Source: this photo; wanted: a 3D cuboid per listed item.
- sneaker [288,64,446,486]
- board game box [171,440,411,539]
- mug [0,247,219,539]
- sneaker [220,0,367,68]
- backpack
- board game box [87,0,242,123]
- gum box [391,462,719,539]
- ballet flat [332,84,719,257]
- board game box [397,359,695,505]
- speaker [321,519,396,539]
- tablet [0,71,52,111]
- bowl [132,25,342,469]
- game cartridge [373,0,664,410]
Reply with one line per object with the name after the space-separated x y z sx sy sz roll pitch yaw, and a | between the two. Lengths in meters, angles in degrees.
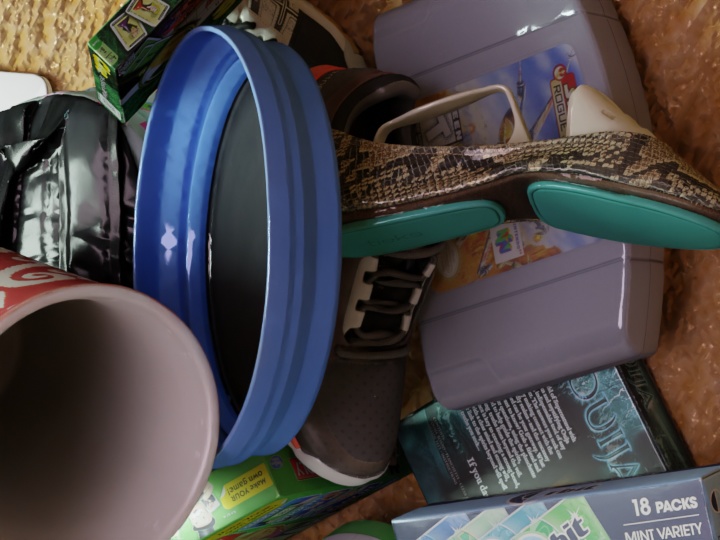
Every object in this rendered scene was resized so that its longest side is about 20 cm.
0.000 0.000 1.315 0.082 0.077 0.201 -6 86 51 | sneaker
-0.087 0.136 1.403 0.199 0.134 0.029 -30 78 26 | board game box
-0.165 0.073 1.287 0.200 0.133 0.179 23 121 58 | mug
-0.071 -0.123 1.411 0.076 0.087 0.200 -46 70 27 | sneaker
-0.137 0.005 1.447 0.166 0.126 0.201 -1 93 24 | backpack
-0.052 -0.158 1.326 0.023 0.105 0.200 42 81 3 | board game box
0.113 0.199 1.296 0.169 0.044 0.201 -11 91 34 | gum box
0.071 -0.048 1.251 0.199 0.068 0.076 -1 71 13 | ballet flat
0.109 0.133 1.341 0.135 0.028 0.201 -33 75 33 | board game box
-0.028 0.212 1.337 0.088 0.200 0.089 18 135 19 | speaker
-0.230 -0.012 1.566 0.130 0.014 0.201 7 92 36 | tablet
-0.057 -0.011 1.283 0.200 0.039 0.202 -179 90 -68 | bowl
0.077 -0.046 1.326 0.133 0.041 0.201 -21 73 41 | game cartridge
